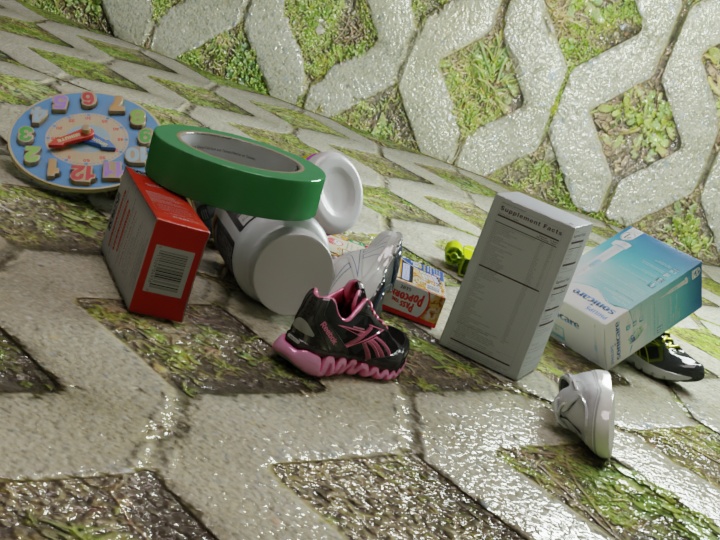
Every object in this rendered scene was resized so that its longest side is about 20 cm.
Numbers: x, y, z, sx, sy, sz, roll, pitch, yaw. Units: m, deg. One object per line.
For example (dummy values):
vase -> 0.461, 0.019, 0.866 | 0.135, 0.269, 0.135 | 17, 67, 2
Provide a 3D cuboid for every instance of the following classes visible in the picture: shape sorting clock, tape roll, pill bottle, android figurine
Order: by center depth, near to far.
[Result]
tape roll -> -0.139, -0.111, 1.471 | 0.198, 0.049, 0.201 | 15, 15, -4
pill bottle -> -0.100, -0.026, 1.529 | 0.115, 0.118, 0.200 | 16, 14, -22
shape sorting clock -> -0.350, -0.169, 1.690 | 0.197, 0.039, 0.202 | 5, 47, -6
pill bottle -> -0.098, -0.090, 1.711 | 0.199, 0.106, 0.104 | -5, -9, 44
android figurine -> 0.220, 0.000, 2.147 | 0.180, 0.041, 0.200 | 21, 14, 2

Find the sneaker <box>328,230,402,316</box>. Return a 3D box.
sneaker -> 0.000, 0.000, 1.610 | 0.086, 0.075, 0.200 | 14, 28, 10

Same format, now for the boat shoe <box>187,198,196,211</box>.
boat shoe -> -0.239, -0.062, 1.592 | 0.067, 0.073, 0.200 | -15, 23, -19

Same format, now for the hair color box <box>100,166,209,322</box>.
hair color box -> -0.218, -0.031, 1.381 | 0.061, 0.103, 0.200 | 14, 14, -24

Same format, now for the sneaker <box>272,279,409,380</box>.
sneaker -> -0.004, 0.058, 1.376 | 0.079, 0.096, 0.199 | 26, 11, 32

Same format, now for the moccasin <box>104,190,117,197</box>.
moccasin -> -0.310, -0.128, 1.744 | 0.200, 0.074, 0.078 | 29, 2, -12

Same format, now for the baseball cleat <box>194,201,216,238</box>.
baseball cleat -> -0.205, -0.101, 1.708 | 0.069, 0.108, 0.200 | -9, 24, 2

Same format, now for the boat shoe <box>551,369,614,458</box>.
boat shoe -> 0.247, 0.153, 1.467 | 0.068, 0.073, 0.200 | 0, 17, 7

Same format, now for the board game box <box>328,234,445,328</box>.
board game box -> 0.014, 0.004, 1.755 | 0.198, 0.047, 0.152 | 21, 12, -1

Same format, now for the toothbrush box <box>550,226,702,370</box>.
toothbrush box -> 0.372, 0.036, 1.900 | 0.199, 0.086, 0.146 | -29, 38, -26

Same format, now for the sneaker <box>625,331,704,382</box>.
sneaker -> 0.422, 0.099, 1.941 | 0.199, 0.086, 0.074 | 29, 16, 38

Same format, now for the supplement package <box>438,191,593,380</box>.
supplement package -> 0.195, 0.016, 1.639 | 0.113, 0.202, 0.109 | 25, 13, 18
